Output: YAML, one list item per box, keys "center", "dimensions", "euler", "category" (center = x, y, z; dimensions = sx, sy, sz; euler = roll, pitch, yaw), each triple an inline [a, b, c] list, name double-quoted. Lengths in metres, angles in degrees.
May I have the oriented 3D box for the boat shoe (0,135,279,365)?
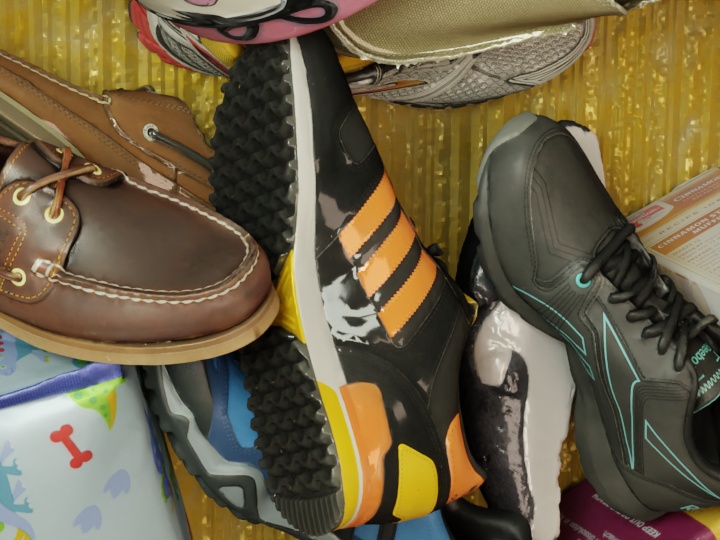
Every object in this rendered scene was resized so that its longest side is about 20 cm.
- center: [-0.126, -0.016, 1.025]
  dimensions: [0.070, 0.200, 0.070]
  euler: [-55, 145, -45]
  category: "boat shoe"

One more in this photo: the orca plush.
- center: [0.065, 0.036, 1.192]
  dimensions: [0.105, 0.071, 0.200]
  euler: [-10, 98, -47]
  category: "orca plush"

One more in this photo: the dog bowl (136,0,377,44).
- center: [-0.026, -0.171, 1.027]
  dimensions: [0.200, 0.200, 0.074]
  euler: [-45, 130, -7]
  category: "dog bowl"

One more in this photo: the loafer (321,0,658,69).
- center: [0.072, -0.128, 1.030]
  dimensions: [0.200, 0.067, 0.076]
  euler: [-18, 102, 6]
  category: "loafer"

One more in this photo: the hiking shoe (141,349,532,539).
- center: [-0.009, 0.073, 1.103]
  dimensions: [0.087, 0.074, 0.200]
  euler: [-34, 120, 16]
  category: "hiking shoe"

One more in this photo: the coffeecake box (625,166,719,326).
- center: [0.200, 0.055, 1.176]
  dimensions: [0.073, 0.200, 0.154]
  euler: [-28, 114, -15]
  category: "coffeecake box"

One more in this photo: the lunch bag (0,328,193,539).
- center: [-0.172, 0.107, 1.077]
  dimensions: [0.200, 0.127, 0.170]
  euler: [-14, 118, -2]
  category: "lunch bag"

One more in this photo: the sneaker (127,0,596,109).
- center: [0.009, -0.099, 1.118]
  dimensions: [0.200, 0.082, 0.078]
  euler: [-2, 105, -23]
  category: "sneaker"

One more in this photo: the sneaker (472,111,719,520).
- center: [0.116, 0.018, 1.137]
  dimensions: [0.075, 0.079, 0.200]
  euler: [-46, 120, -34]
  category: "sneaker"

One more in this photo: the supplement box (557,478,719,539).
- center: [0.096, 0.196, 1.224]
  dimensions: [0.200, 0.103, 0.131]
  euler: [-33, 115, -13]
  category: "supplement box"

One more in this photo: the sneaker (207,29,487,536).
- center: [0.000, 0.000, 1.050]
  dimensions: [0.090, 0.070, 0.200]
  euler: [-4, 82, -31]
  category: "sneaker"

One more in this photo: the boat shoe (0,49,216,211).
- center: [-0.100, -0.040, 1.102]
  dimensions: [0.200, 0.072, 0.068]
  euler: [37, 58, -20]
  category: "boat shoe"
